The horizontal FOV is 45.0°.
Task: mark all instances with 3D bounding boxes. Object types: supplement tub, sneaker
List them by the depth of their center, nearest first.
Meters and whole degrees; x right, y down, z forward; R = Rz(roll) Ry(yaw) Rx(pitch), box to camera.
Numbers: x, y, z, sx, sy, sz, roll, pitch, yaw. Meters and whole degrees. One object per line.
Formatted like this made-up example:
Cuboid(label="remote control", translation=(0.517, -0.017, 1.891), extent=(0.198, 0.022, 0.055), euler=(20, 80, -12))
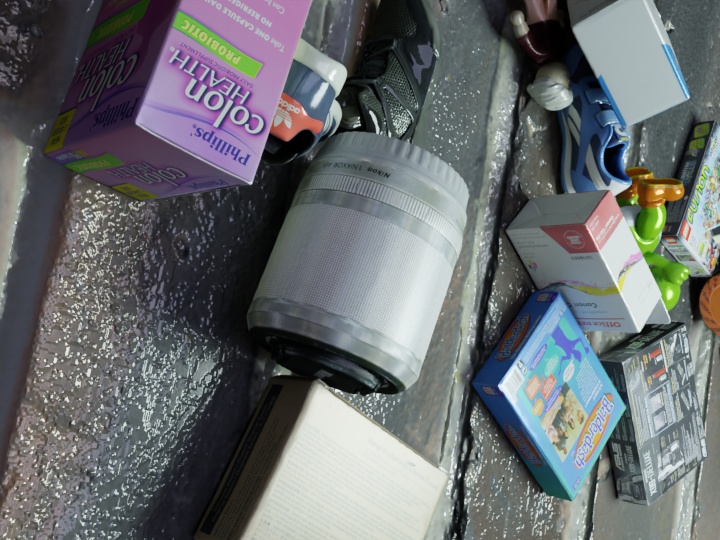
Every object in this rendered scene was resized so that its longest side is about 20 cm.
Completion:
Cuboid(label="sneaker", translation=(-0.062, -0.125, 0.728), extent=(0.075, 0.200, 0.085), euler=(30, 85, 0))
Cuboid(label="sneaker", translation=(0.017, -0.188, 0.845), extent=(0.114, 0.076, 0.201), euler=(9, 89, -48))
Cuboid(label="sneaker", translation=(0.290, -0.182, 1.066), extent=(0.074, 0.082, 0.202), euler=(-8, 92, -38))
Cuboid(label="supplement tub", translation=(0.596, 0.034, 1.287), extent=(0.199, 0.122, 0.124), euler=(-13, 98, -38))

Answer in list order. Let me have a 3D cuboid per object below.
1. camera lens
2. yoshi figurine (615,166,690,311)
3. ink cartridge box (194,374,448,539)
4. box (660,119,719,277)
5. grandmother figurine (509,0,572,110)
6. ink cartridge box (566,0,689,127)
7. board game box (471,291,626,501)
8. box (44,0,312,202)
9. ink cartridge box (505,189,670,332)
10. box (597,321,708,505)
Cuboid(label="camera lens", translation=(0.000, 0.000, 0.777), extent=(0.160, 0.159, 0.201), euler=(32, 70, -34))
Cuboid(label="yoshi figurine", translation=(0.367, -0.024, 1.110), extent=(0.112, 0.111, 0.202), euler=(-34, 130, -57))
Cuboid(label="ink cartridge box", translation=(-0.029, 0.216, 0.807), extent=(0.200, 0.075, 0.166), euler=(40, 64, -31))
Cuboid(label="box", translation=(0.498, -0.104, 1.265), extent=(0.110, 0.035, 0.201), euler=(38, 67, -32))
Cuboid(label="grandmother figurine", translation=(0.214, -0.289, 1.020), extent=(0.121, 0.060, 0.202), euler=(-16, 98, -38))
Cuboid(label="ink cartridge box", translation=(0.308, -0.287, 1.026), extent=(0.146, 0.084, 0.201), euler=(52, 28, -27))
Cuboid(label="board game box", translation=(0.230, 0.149, 1.037), extent=(0.152, 0.045, 0.201), euler=(-49, 118, -29))
Cuboid(label="box", translation=(-0.134, -0.167, 0.660), extent=(0.096, 0.175, 0.202), euler=(25, 75, -35))
Cuboid(label="ink cartridge box", translation=(0.272, 0.008, 1.027), extent=(0.068, 0.116, 0.201), euler=(-48, 117, -29))
Cuboid(label="box", translation=(0.392, 0.188, 1.166), extent=(0.157, 0.050, 0.202), euler=(-21, 103, -37))
